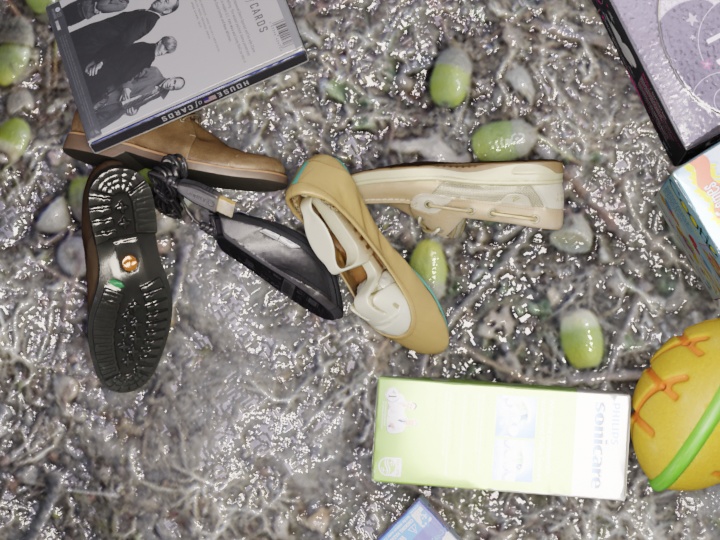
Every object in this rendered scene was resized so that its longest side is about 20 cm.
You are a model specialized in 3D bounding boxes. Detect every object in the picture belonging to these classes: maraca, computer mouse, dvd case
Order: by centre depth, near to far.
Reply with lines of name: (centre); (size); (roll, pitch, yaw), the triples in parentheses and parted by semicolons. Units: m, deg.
maraca: (0.280, 0.086, 1.343); (0.106, 0.137, 0.201); (33, 69, 1)
computer mouse: (-0.088, -0.036, 1.419); (0.199, 0.141, 0.046); (33, 77, 7)
dvd case: (-0.158, -0.202, 1.458); (0.198, 0.025, 0.151); (-22, 63, 2)

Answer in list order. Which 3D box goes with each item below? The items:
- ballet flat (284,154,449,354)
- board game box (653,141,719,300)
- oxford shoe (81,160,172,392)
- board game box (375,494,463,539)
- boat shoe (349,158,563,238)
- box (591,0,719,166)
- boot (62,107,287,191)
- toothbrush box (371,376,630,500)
ballet flat: (0.000, 0.000, 1.418); (0.068, 0.063, 0.201); (-24, 105, 42)
board game box: (0.305, -0.049, 1.343); (0.102, 0.200, 0.106); (-31, 85, 4)
oxford shoe: (-0.203, 0.004, 1.464); (0.072, 0.084, 0.202); (-3, 105, -18)
board game box: (0.048, 0.330, 1.431); (0.200, 0.041, 0.200); (-45, 84, 2)
boat shoe: (0.072, -0.058, 1.434); (0.198, 0.072, 0.066); (-2, 96, 8)
box: (0.274, -0.207, 1.397); (0.131, 0.115, 0.202); (-26, 85, 4)
boot: (-0.152, -0.115, 1.464); (0.198, 0.074, 0.076); (14, 79, 9)
toothbrush box: (0.114, 0.132, 1.382); (0.198, 0.146, 0.087); (2, 87, 5)
